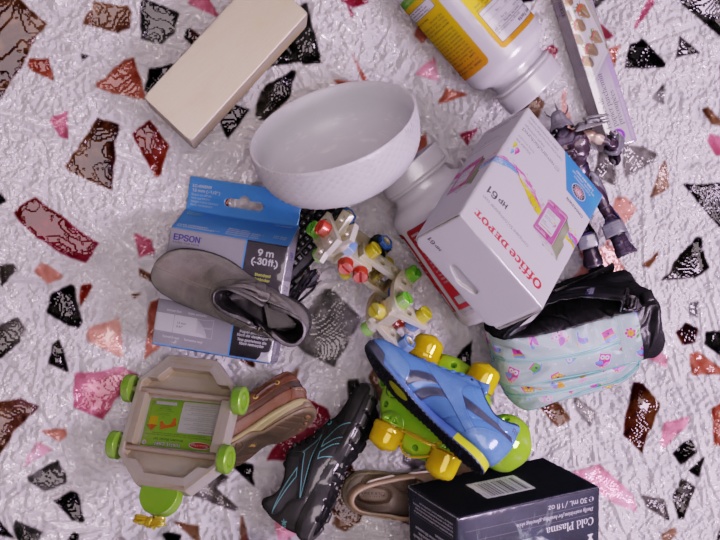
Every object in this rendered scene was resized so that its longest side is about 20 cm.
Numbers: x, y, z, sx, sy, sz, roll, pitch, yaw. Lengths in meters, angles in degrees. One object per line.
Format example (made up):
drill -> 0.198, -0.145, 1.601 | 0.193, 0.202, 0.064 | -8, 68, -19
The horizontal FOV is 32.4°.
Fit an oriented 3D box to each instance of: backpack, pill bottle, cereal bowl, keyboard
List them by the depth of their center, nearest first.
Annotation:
cereal bowl -> -0.022, -0.132, 1.412 | 0.198, 0.200, 0.084 | -24, 124, -7
pill bottle -> 0.143, -0.286, 1.461 | 0.111, 0.111, 0.200 | -43, 98, -5
pill bottle -> 0.110, -0.045, 1.464 | 0.112, 0.112, 0.201 | -36, 97, -6
keyboard -> -0.096, -0.002, 1.470 | 0.104, 0.040, 0.200 | 43, 86, -7
backpack -> 0.249, 0.080, 1.473 | 0.197, 0.167, 0.128 | -17, 100, -2

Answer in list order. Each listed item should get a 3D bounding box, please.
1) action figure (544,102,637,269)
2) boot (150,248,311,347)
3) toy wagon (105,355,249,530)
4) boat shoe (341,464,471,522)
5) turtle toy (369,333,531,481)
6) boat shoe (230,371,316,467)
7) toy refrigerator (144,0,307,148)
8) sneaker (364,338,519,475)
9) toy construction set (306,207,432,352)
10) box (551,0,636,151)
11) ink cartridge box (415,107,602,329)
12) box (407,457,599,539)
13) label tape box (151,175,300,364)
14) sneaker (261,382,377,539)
action figure -> 0.266, -0.106, 1.497 | 0.129, 0.069, 0.202 | -18, 96, 24
boot -> -0.142, 0.024, 1.331 | 0.198, 0.131, 0.068 | 22, 89, 4
toy wagon -> -0.213, 0.197, 1.410 | 0.153, 0.040, 0.202 | 4, 67, 18
boat shoe -> 0.078, 0.276, 1.494 | 0.197, 0.065, 0.072 | -2, 92, -9
turtle toy -> 0.110, 0.174, 1.467 | 0.198, 0.101, 0.147 | 26, 85, 12
boat shoe -> -0.150, 0.186, 1.461 | 0.198, 0.072, 0.068 | -27, 63, 1
toy refrigerator -> -0.155, -0.243, 1.439 | 0.076, 0.070, 0.200 | 41, 85, -1
sneaker -> 0.092, 0.137, 1.396 | 0.200, 0.066, 0.078 | 42, 76, 13
toy construction set -> 0.000, 0.000, 1.421 | 0.091, 0.132, 0.200 | -24, 130, 22
box -> 0.286, -0.247, 1.521 | 0.038, 0.041, 0.202 | -19, 94, -7
ink cartridge box -> 0.169, -0.058, 1.385 | 0.145, 0.084, 0.201 | 46, 52, -14
box -> 0.167, 0.345, 1.448 | 0.198, 0.124, 0.200 | -7, 103, -26
label tape box -> -0.152, -0.003, 1.431 | 0.141, 0.066, 0.203 | 9, 90, 6
sneaker -> -0.046, 0.216, 1.468 | 0.079, 0.076, 0.202 | 23, 73, 19
